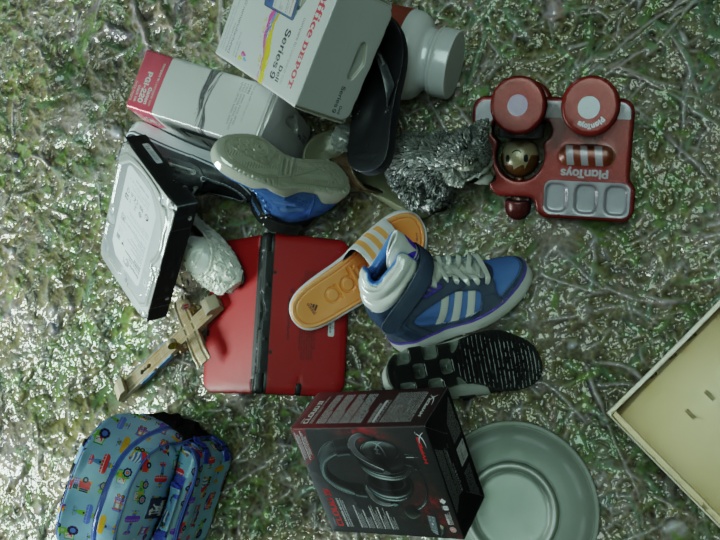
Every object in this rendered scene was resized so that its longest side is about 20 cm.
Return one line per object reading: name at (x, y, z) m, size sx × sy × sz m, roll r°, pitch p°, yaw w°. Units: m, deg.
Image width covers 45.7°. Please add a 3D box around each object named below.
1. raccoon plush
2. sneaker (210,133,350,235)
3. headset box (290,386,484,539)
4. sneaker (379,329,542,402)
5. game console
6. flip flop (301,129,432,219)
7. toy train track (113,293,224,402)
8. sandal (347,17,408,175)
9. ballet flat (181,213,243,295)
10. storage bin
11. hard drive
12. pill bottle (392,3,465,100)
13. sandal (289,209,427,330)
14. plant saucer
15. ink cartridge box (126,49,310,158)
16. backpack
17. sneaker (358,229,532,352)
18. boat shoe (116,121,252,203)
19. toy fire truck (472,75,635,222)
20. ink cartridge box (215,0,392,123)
raccoon plush at (0.064, -0.139, 1.011) m, size 0.196 × 0.134 × 0.099 m, roll 11°, pitch 70°, yaw -7°
sneaker at (-0.116, -0.097, 1.042) m, size 0.111 × 0.198 × 0.078 m, roll -39°, pitch 60°, yaw 35°
headset box at (0.023, 0.218, 0.971) m, size 0.197 × 0.077 × 0.151 m, roll -7°, pitch 113°, yaw 32°
sneaker at (0.117, 0.119, 1.027) m, size 0.196 × 0.089 × 0.076 m, roll -2°, pitch 73°, yaw -11°
game console at (-0.110, 0.061, 1.123) m, size 0.169 × 0.119 × 0.204 m, roll 5°, pitch 81°, yaw -16°
flip flop at (0.014, -0.127, 1.100) m, size 0.198 × 0.058 × 0.082 m, roll 28°, pitch 90°, yaw 17°
toy train track at (-0.263, 0.101, 1.135) m, size 0.200 × 0.032 × 0.115 m, roll -42°, pitch 52°, yaw 13°
sandal at (0.015, -0.216, 1.001) m, size 0.075 × 0.043 × 0.204 m, roll -6°, pitch 77°, yaw 30°
ballet flat at (-0.230, -0.039, 1.126) m, size 0.072 × 0.072 × 0.200 m, roll -46°, pitch 58°, yaw 4°
storage bin at (0.408, 0.158, 0.923) m, size 0.200 × 0.094 × 0.199 m, roll -45°, pitch 72°, yaw 3°
hard drive at (-0.278, -0.052, 1.102) m, size 0.140 × 0.037 × 0.202 m, roll 49°, pitch 134°, yaw 27°
pill bottle at (0.029, -0.284, 1.096) m, size 0.197 × 0.112 × 0.114 m, roll 17°, pitch 85°, yaw 17°
sandal at (0.004, 0.007, 1.055) m, size 0.206 × 0.059 × 0.080 m, roll -38°, pitch 98°, yaw -6°
plant saucer at (0.176, 0.277, 0.989) m, size 0.196 × 0.050 × 0.204 m, roll -3°, pitch 79°, yaw 15°
ink cartridge box at (-0.181, -0.199, 1.120) m, size 0.197 × 0.146 × 0.086 m, roll 18°, pitch 83°, yaw 18°
backpack at (-0.266, 0.266, 1.034) m, size 0.132 × 0.200 × 0.186 m, roll 19°, pitch 85°, yaw 17°
sneaker at (0.094, 0.003, 1.000) m, size 0.198 × 0.147 × 0.081 m, roll -27°, pitch 36°, yaw 6°
boat shoe at (-0.228, -0.127, 1.137) m, size 0.197 × 0.072 × 0.069 m, roll 26°, pitch 69°, yaw -2°
toy fire truck at (0.231, -0.144, 1.026) m, size 0.196 × 0.112 × 0.171 m, roll 4°, pitch 100°, yaw 17°
ink cartridge box at (-0.071, -0.283, 1.004) m, size 0.200 × 0.087 × 0.147 m, roll 40°, pitch 113°, yaw 41°
